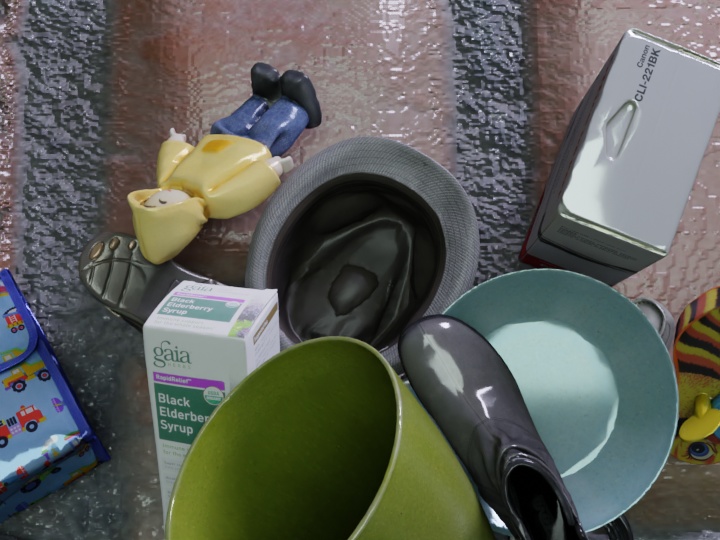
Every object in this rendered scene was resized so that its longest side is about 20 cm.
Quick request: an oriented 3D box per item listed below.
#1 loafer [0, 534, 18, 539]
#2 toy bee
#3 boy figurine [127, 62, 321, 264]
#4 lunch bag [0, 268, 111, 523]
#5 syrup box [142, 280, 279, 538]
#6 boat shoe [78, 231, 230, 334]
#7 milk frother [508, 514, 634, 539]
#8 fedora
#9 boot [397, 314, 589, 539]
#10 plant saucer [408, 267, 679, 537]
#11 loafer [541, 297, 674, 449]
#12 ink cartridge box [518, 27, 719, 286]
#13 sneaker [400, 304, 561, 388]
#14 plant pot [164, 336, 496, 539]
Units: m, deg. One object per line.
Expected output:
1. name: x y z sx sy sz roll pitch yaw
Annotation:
1. loafer: -0.363 0.276 0.810 0.199 0.063 0.072 -20 49 -18
2. toy bee: 0.270 0.113 0.793 0.108 0.131 0.201 -10 92 25
3. boy figurine: -0.120 -0.087 0.817 0.124 0.065 0.200 22 54 30
4. lunch bag: -0.322 0.100 0.822 0.150 0.094 0.200 -29 71 -15
5. syrup box: -0.106 0.114 0.764 0.078 0.082 0.201 6 117 12
6. boat shoe: -0.142 0.037 0.834 0.200 0.073 0.075 39 75 -13
7. milk frother: 0.162 0.274 0.730 0.180 0.188 0.200 -37 82 -5
8. fedora: 0.000 0.000 0.824 0.176 0.090 0.201 26 81 5
9. boot: 0.097 0.118 0.673 0.070 0.132 0.200 -36 90 2
10. plant saucer: 0.135 0.098 0.758 0.200 0.039 0.202 0 92 1
11. loafer: 0.175 0.095 0.809 0.200 0.070 0.070 -47 49 -6
12. ink cartridge box: 0.196 -0.074 0.775 0.083 0.200 0.145 21 83 5
13. sneaker: 0.077 0.096 0.816 0.200 0.079 0.079 -39 91 0
14. plant pot: 0.006 0.177 0.672 0.187 0.187 0.200 -49 125 -6
